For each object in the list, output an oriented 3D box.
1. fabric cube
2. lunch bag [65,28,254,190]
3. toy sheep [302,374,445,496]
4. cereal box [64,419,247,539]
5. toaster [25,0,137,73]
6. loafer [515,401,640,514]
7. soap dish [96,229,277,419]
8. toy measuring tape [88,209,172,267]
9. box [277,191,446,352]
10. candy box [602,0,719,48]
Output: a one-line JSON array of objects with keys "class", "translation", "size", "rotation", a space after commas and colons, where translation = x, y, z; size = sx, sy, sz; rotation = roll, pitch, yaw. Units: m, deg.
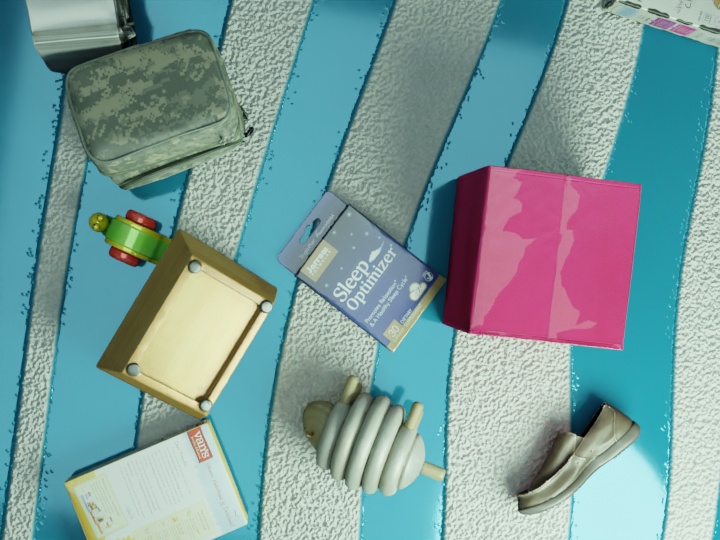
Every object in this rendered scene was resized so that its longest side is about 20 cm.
[{"class": "fabric cube", "translation": [0.222, -0.015, 1.262], "size": [0.198, 0.196, 0.202], "rotation": [6, 89, -6]}, {"class": "lunch bag", "translation": [-0.241, -0.188, 1.231], "size": [0.198, 0.168, 0.141], "rotation": [-21, 80, -4]}, {"class": "toy sheep", "translation": [0.016, 0.220, 1.277], "size": [0.198, 0.138, 0.139], "rotation": [20, 88, 13]}, {"class": "cereal box", "translation": [-0.262, 0.298, 1.293], "size": [0.198, 0.040, 0.145], "rotation": [-21, 92, -6]}, {"class": "toaster", "translation": [-0.339, -0.344, 1.205], "size": [0.117, 0.200, 0.183], "rotation": [-10, 92, -10]}, {"class": "loafer", "translation": [0.280, 0.250, 1.338], "size": [0.199, 0.073, 0.071], "rotation": [-37, 83, -9]}, {"class": "soap dish", "translation": [-0.211, 0.074, 1.254], "size": [0.157, 0.081, 0.201], "rotation": [33, 87, -27]}, {"class": "toy measuring tape", "translation": [-0.257, -0.025, 1.278], "size": [0.198, 0.074, 0.074], "rotation": [25, 88, -5]}, {"class": "box", "translation": [0.000, 0.000, 1.323], "size": [0.199, 0.032, 0.122], "rotation": [37, 87, -4]}, {"class": "candy box", "translation": [0.444, -0.394, 1.350], "size": [0.198, 0.061, 0.138], "rotation": [15, 89, -5]}]
